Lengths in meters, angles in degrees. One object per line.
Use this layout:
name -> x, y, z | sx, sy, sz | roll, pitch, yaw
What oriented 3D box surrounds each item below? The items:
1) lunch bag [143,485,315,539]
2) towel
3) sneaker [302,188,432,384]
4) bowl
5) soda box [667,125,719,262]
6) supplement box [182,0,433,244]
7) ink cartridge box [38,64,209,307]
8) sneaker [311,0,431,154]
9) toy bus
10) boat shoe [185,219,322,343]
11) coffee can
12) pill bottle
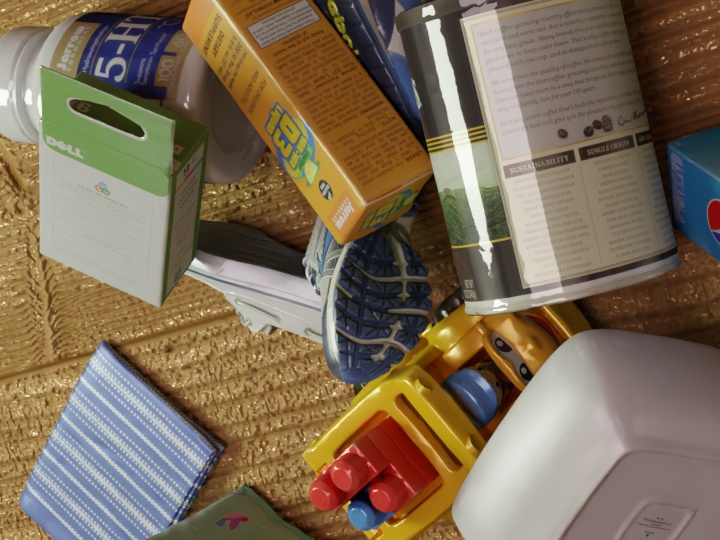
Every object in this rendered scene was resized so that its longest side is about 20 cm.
lunch bag -> -0.134, 0.299, 1.448 | 0.122, 0.170, 0.200 | 34, 121, 25
towel -> -0.206, 0.175, 1.542 | 0.145, 0.024, 0.200 | 40, 120, 16
sneaker -> 0.000, 0.000, 1.284 | 0.077, 0.200, 0.085 | 24, 142, -22
bowl -> 0.183, 0.143, 1.199 | 0.200, 0.200, 0.075 | -59, 33, 30
soda box -> 0.267, -0.024, 1.098 | 0.200, 0.068, 0.064 | -132, 28, -55
supplement box -> -0.037, -0.119, 1.236 | 0.200, 0.069, 0.067 | 52, 151, 12
ink cartridge box -> -0.166, -0.072, 1.269 | 0.104, 0.059, 0.200 | 24, 142, 10
sneaker -> 0.024, -0.167, 1.248 | 0.074, 0.082, 0.200 | 10, 125, 55
toy bus -> 0.053, 0.106, 1.261 | 0.136, 0.192, 0.200 | 51, 125, 8
boat shoe -> -0.070, 0.018, 1.373 | 0.200, 0.074, 0.067 | 18, 115, 24
coffee can -> 0.115, -0.085, 1.173 | 0.146, 0.146, 0.201 | -12, 93, 33
pill bottle -> -0.175, -0.132, 1.356 | 0.200, 0.120, 0.120 | 7, 110, 27
